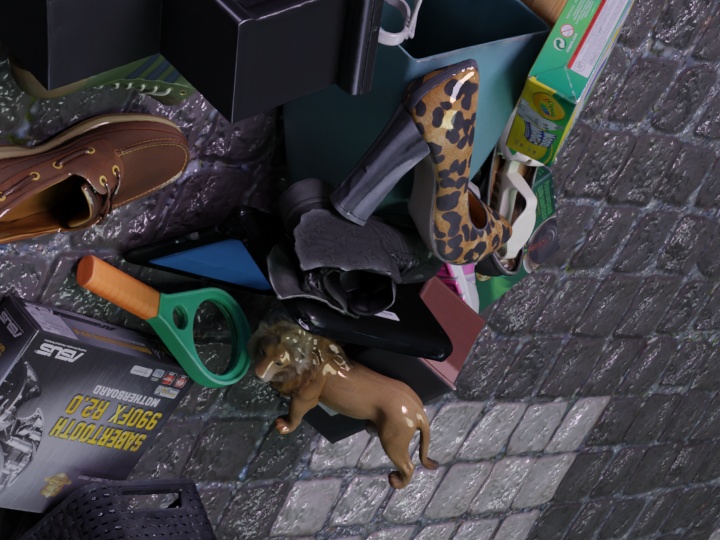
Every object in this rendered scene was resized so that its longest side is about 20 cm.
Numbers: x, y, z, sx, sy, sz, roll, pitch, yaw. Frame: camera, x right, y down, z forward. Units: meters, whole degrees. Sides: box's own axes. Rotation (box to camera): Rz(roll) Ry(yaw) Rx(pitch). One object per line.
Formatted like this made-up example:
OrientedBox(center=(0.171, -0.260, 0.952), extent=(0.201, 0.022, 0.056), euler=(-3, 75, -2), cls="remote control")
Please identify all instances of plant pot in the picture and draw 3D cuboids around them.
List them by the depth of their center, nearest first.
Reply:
OrientedBox(center=(0.026, -0.129, 1.350), extent=(0.140, 0.141, 0.201), euler=(-17, 139, -37), cls="plant pot")

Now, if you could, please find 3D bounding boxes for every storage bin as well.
OrientedBox(center=(-0.220, 0.262, 1.450), extent=(0.200, 0.095, 0.134), euler=(-39, 153, 31), cls="storage bin")

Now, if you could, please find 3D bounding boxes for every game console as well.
OrientedBox(center=(-0.054, 0.026, 1.366), extent=(0.117, 0.176, 0.199), euler=(-47, 148, 20), cls="game console")

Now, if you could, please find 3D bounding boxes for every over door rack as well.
OrientedBox(center=(0.052, -0.268, 1.248), extent=(0.149, 0.066, 0.201), euler=(-66, 176, 38), cls="over door rack")

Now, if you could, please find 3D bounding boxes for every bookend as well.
OrientedBox(center=(-0.124, -0.170, 1.081), extent=(0.199, 0.199, 0.093), euler=(-24, 142, -30), cls="bookend")

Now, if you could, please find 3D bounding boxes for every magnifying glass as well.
OrientedBox(center=(-0.151, 0.035, 1.391), extent=(0.199, 0.022, 0.081), euler=(31, 56, -48), cls="magnifying glass")

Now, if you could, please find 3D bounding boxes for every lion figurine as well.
OrientedBox(center=(-0.007, 0.104, 1.467), extent=(0.123, 0.198, 0.073), euler=(119, -12, -48), cls="lion figurine")

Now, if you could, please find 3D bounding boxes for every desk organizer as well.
OrientedBox(center=(0.017, 0.079, 1.534), extent=(0.199, 0.072, 0.077), euler=(-30, -156, 52), cls="desk organizer")

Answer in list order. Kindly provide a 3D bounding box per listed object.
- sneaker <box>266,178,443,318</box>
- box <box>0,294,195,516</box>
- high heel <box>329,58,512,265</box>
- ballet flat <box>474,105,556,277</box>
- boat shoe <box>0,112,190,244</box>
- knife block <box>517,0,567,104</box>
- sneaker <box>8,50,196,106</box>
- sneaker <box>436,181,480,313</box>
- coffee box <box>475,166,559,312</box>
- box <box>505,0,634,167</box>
OrientedBox(center=(0.002, -0.002, 1.277), extent=(0.060, 0.105, 0.199), euler=(-43, 138, 23), cls="sneaker")
OrientedBox(center=(-0.240, 0.113, 1.376), extent=(0.159, 0.048, 0.199), euler=(-54, 146, 9), cls="box")
OrientedBox(center=(0.085, -0.078, 1.280), extent=(0.199, 0.072, 0.143), euler=(14, 124, -49), cls="high heel")
OrientedBox(center=(0.138, -0.087, 1.533), extent=(0.067, 0.068, 0.202), euler=(-7, 114, -33), cls="ballet flat")
OrientedBox(center=(-0.199, -0.057, 1.230), extent=(0.199, 0.068, 0.073), euler=(-17, 136, -38), cls="boat shoe")
OrientedBox(center=(0.161, -0.245, 1.445), extent=(0.174, 0.064, 0.201), euler=(-29, 142, -25), cls="knife block")
OrientedBox(center=(-0.143, -0.145, 1.201), extent=(0.199, 0.067, 0.091), euler=(-32, 138, -28), cls="sneaker")
OrientedBox(center=(0.072, -0.033, 1.517), extent=(0.088, 0.081, 0.202), euler=(-44, 134, -41), cls="sneaker")
OrientedBox(center=(0.098, -0.009, 1.634), extent=(0.199, 0.044, 0.124), euler=(-36, 145, -17), cls="coffee box")
OrientedBox(center=(0.162, -0.155, 1.357), extent=(0.118, 0.048, 0.200), euler=(-61, 177, -10), cls="box")
